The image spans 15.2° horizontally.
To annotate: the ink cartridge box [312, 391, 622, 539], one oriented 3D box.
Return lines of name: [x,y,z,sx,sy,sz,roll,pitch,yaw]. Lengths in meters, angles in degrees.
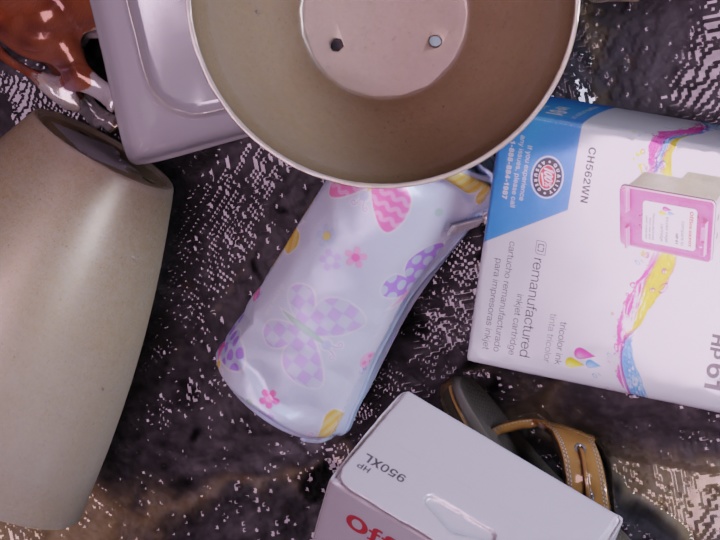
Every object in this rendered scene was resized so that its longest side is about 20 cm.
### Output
ink cartridge box: [0.046,0.184,1.499,0.144,0.084,0.200,30,139,13]

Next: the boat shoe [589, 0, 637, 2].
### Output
boat shoe: [0.134,-0.181,1.468,0.200,0.072,0.076,-1,97,21]

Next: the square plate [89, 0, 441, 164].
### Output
square plate: [-0.057,-0.172,1.511,0.200,0.028,0.199,-13,103,0]

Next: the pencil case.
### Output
pencil case: [0.000,0.000,1.537,0.091,0.083,0.200,33,107,-3]

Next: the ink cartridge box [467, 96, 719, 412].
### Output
ink cartridge box: [0.172,-0.007,1.475,0.200,0.085,0.145,10,101,16]

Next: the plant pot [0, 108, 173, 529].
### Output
plant pot: [-0.197,0.015,1.562,0.187,0.187,0.200,32,101,12]

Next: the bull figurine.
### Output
bull figurine: [-0.126,-0.171,1.564,0.200,0.065,0.122,-35,88,20]

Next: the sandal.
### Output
sandal: [0.126,0.126,1.514,0.200,0.082,0.055,45,101,9]

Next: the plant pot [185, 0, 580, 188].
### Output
plant pot: [0.013,-0.142,1.430,0.200,0.134,0.201,0,90,2]
